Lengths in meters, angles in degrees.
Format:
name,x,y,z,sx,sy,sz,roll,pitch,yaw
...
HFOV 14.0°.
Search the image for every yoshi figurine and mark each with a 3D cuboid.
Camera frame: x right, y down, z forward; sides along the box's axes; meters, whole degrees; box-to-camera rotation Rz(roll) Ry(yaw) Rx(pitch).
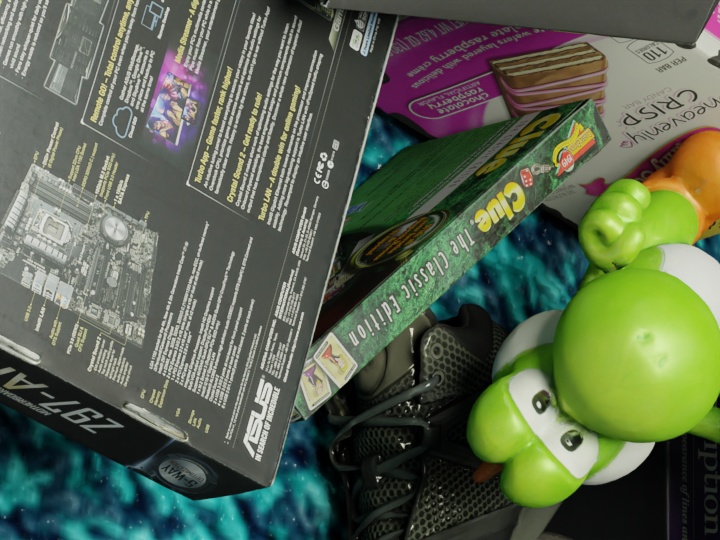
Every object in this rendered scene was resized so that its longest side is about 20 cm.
name,x,y,z,sx,sy,sz,roll,pitch,yaw
yoshi figurine,0.113,0.020,1.071,0.200,0.112,0.112,-41,146,-53

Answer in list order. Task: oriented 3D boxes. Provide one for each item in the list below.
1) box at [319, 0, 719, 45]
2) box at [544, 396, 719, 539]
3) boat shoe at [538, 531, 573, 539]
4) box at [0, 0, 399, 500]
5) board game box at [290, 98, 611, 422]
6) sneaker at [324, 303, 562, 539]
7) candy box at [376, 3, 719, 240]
name,x,y,z,sx,sy,sz,roll,pitch,yaw
box,0.049,-0.193,1.001,0.148,0.125,0.201,4,47,-24
box,0.146,0.129,1.225,0.141,0.079,0.201,11,76,-45
boat shoe,0.056,0.189,1.118,0.065,0.073,0.201,81,22,-66
box,-0.075,-0.048,0.959,0.160,0.043,0.201,29,63,-32
board game box,0.000,0.000,1.086,0.200,0.105,0.024,-41,107,-39
sneaker,0.012,0.089,1.105,0.114,0.076,0.200,50,50,-24
candy box,0.096,-0.082,1.166,0.200,0.136,0.061,28,56,-37
